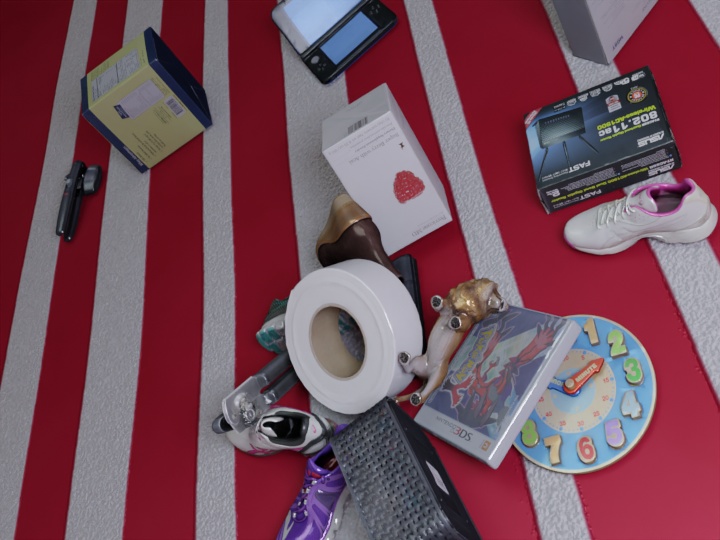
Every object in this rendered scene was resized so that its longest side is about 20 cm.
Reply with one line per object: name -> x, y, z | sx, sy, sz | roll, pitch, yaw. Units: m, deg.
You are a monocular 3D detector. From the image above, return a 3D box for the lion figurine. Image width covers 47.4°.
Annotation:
lion figurine -> 0.111, 0.095, 1.083 | 0.072, 0.122, 0.202 | 40, 103, 21

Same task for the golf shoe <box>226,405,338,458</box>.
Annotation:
golf shoe -> -0.125, 0.225, 1.183 | 0.196, 0.092, 0.074 | -6, 60, 33

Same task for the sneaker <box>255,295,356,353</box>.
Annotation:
sneaker -> -0.078, 0.057, 1.282 | 0.196, 0.078, 0.093 | -18, 43, 27

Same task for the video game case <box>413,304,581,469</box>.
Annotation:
video game case -> 0.169, 0.136, 1.045 | 0.202, 0.023, 0.181 | -55, 24, -11

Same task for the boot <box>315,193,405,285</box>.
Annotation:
boot -> 0.000, 0.000, 1.229 | 0.071, 0.201, 0.168 | -24, 66, -18

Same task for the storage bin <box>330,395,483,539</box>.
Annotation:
storage bin -> 0.057, 0.272, 0.990 | 0.093, 0.135, 0.202 | -36, 46, 6

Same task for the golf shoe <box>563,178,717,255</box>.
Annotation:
golf shoe -> 0.354, -0.076, 1.066 | 0.196, 0.092, 0.077 | -10, 55, 31

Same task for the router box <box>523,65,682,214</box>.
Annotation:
router box -> 0.340, -0.186, 1.172 | 0.196, 0.062, 0.153 | -20, 51, 22

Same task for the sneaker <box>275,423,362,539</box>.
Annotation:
sneaker -> -0.060, 0.293, 1.096 | 0.080, 0.083, 0.203 | 19, 72, 42

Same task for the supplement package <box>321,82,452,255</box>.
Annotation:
supplement package -> 0.040, -0.152, 1.243 | 0.119, 0.202, 0.121 | -28, 29, 13

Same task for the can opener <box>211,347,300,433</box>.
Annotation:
can opener -> -0.146, 0.172, 1.194 | 0.066, 0.054, 0.200 | -22, 9, 33

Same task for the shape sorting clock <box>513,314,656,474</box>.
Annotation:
shape sorting clock -> 0.261, 0.147, 1.006 | 0.196, 0.039, 0.204 | -19, 50, 24

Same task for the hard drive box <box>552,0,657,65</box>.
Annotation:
hard drive box -> 0.366, -0.445, 1.242 | 0.157, 0.200, 0.076 | -50, 45, -9

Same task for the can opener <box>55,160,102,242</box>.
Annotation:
can opener -> -0.643, -0.160, 1.836 | 0.077, 0.063, 0.204 | -9, 54, 28

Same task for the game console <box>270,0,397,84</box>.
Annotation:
game console -> -0.054, -0.504, 1.633 | 0.199, 0.118, 0.171 | -40, 45, 4

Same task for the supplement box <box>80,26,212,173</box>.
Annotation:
supplement box -> -0.458, -0.360, 1.753 | 0.197, 0.200, 0.136 | -31, 46, 10

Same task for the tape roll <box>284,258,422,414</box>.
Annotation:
tape roll -> -0.013, 0.090, 1.135 | 0.199, 0.070, 0.208 | 11, 108, 37

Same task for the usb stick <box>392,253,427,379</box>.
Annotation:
usb stick -> 0.067, 0.065, 1.203 | 0.055, 0.033, 0.204 | -23, 49, 24
